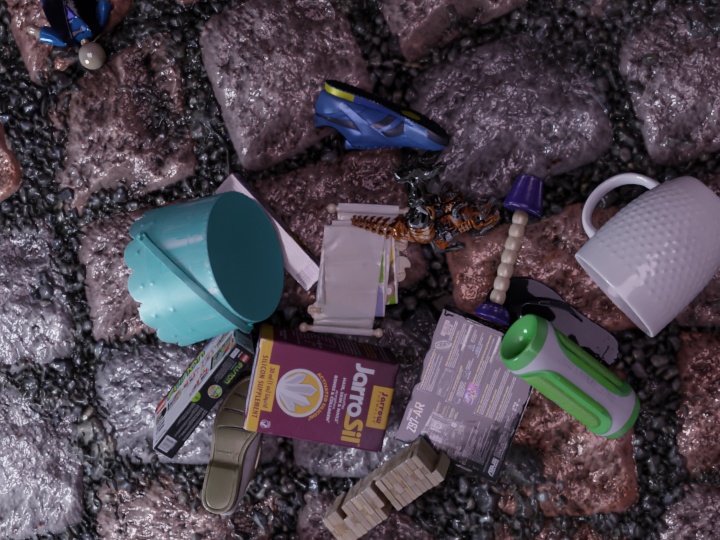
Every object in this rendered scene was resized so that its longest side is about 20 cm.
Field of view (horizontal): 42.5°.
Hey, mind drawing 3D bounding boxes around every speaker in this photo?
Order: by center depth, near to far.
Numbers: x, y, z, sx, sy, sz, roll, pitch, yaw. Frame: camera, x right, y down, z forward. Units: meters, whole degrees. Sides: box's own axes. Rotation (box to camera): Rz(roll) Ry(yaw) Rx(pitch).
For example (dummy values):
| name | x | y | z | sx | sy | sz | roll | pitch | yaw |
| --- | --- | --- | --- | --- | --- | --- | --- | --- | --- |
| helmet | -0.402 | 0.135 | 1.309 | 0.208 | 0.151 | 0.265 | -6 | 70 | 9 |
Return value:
| name | x | y | z | sx | sy | sz | roll | pitch | yaw |
| --- | --- | --- | --- | --- | --- | --- | --- | --- | --- |
| speaker | 0.281 | 0.143 | 1.236 | 0.198 | 0.089 | 0.089 | 36 | 100 | -18 |

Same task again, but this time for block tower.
| name | x | y | z | sx | sy | sz | roll | pitch | yaw |
| --- | --- | --- | --- | --- | --- | --- | --- | --- | --- |
| block tower | 0.035 | 0.313 | 1.317 | 0.199 | 0.054 | 0.058 | -39 | 96 | 24 |

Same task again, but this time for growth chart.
| name | x | y | z | sx | sy | sz | roll | pitch | yaw |
| --- | --- | --- | --- | --- | --- | --- | --- | --- | --- |
| growth chart | 0.000 | 0.000 | 1.318 | 0.141 | 0.018 | 0.205 | 10 | 97 | -13 |

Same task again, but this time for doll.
| name | x | y | z | sx | sy | sz | roll | pitch | yaw |
| --- | --- | --- | --- | --- | --- | --- | --- | --- | --- |
| doll | -0.436 | -0.389 | 1.364 | 0.135 | 0.048 | 0.203 | -29 | 96 | 2 |

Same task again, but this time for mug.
| name | x | y | z | sx | sy | sz | roll | pitch | yaw |
| --- | --- | --- | --- | --- | --- | --- | --- | --- | --- |
| mug | 0.377 | -0.046 | 1.215 | 0.175 | 0.147 | 0.201 | -44 | 57 | 5 |

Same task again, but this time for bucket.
| name | x | y | z | sx | sy | sz | roll | pitch | yaw |
| --- | --- | --- | --- | --- | --- | --- | --- | --- | --- |
| bucket | -0.206 | -0.004 | 1.264 | 0.132 | 0.206 | 0.212 | -14 | 93 | 28 |

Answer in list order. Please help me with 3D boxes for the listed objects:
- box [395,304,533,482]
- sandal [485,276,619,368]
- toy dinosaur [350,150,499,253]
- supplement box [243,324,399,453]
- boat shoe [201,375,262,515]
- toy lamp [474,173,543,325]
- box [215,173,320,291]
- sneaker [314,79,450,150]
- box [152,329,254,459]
| name | x | y | z | sx | sy | sz | roll | pitch | yaw |
| --- | --- | --- | --- | --- | --- | --- | --- | --- | --- |
| box | 0.156 | 0.173 | 1.312 | 0.157 | 0.044 | 0.204 | 21 | 98 | 8 |
| sandal | 0.269 | 0.070 | 1.283 | 0.197 | 0.043 | 0.077 | 26 | 99 | 7 |
| toy dinosaur | 0.091 | -0.084 | 1.275 | 0.196 | 0.102 | 0.139 | -16 | 112 | -19 |
| supplement box | -0.057 | 0.165 | 1.296 | 0.195 | 0.103 | 0.134 | 10 | 96 | -8 |
| boat shoe | -0.181 | 0.256 | 1.367 | 0.073 | 0.068 | 0.204 | 16 | 77 | 13 |
| toy lamp | 0.206 | -0.031 | 1.266 | 0.057 | 0.058 | 0.204 | 18 | 84 | 8 |
| box | -0.128 | -0.056 | 1.344 | 0.041 | 0.039 | 0.200 | -44 | 87 | 9 |
| sneaker | 0.028 | -0.197 | 1.296 | 0.196 | 0.066 | 0.080 | 22 | 110 | 8 |
| box | -0.230 | 0.164 | 1.345 | 0.034 | 0.110 | 0.201 | 35 | 102 | -21 |
